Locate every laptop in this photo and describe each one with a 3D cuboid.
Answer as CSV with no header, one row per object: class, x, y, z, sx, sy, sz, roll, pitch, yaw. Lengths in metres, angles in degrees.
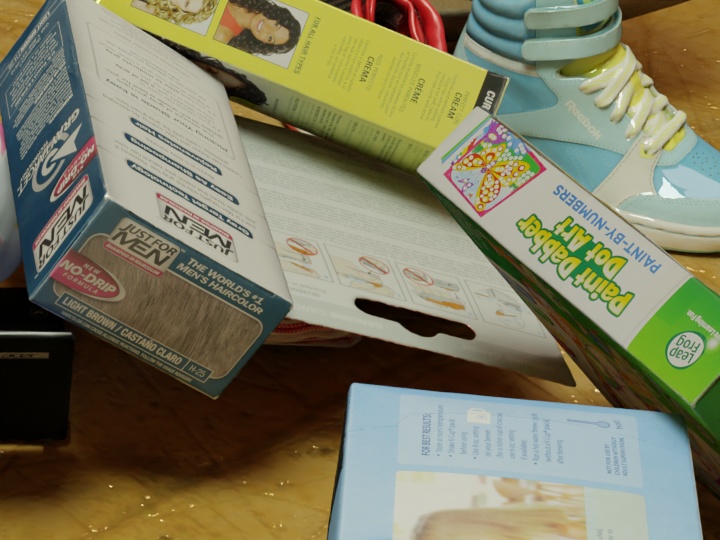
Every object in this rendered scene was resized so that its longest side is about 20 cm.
laptop,-0.215,0.019,1.035,0.176,0.104,0.200,1,30,-9

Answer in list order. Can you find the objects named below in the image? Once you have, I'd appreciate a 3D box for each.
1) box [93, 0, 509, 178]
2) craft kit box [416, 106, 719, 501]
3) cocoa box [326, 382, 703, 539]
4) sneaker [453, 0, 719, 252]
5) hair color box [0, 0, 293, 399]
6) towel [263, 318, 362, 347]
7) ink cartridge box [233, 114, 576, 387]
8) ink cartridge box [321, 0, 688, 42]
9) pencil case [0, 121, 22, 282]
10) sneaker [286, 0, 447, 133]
box,-0.031,-0.102,1.160,0.199,0.050,0.075,21,-10,-1
craft kit box,0.133,0.043,0.983,0.049,0.200,0.197,-46,42,-4
cocoa box,0.049,0.148,0.823,0.133,0.132,0.200,6,29,0
sneaker,0.135,-0.098,1.265,0.199,0.131,0.080,25,39,16
hair color box,-0.100,-0.039,1.047,0.100,0.061,0.200,30,21,-28
towel,-0.101,-0.020,1.165,0.146,0.030,0.200,4,25,-38
ink cartridge box,0.000,0.000,1.127,0.159,0.047,0.200,14,27,-22
ink cartridge box,0.085,-0.181,1.402,0.199,0.076,0.165,-7,1,-21
pencil case,-0.237,-0.027,1.038,0.200,0.091,0.083,-5,46,-49
sneaker,0.009,-0.116,1.301,0.078,0.116,0.200,-7,32,-23
